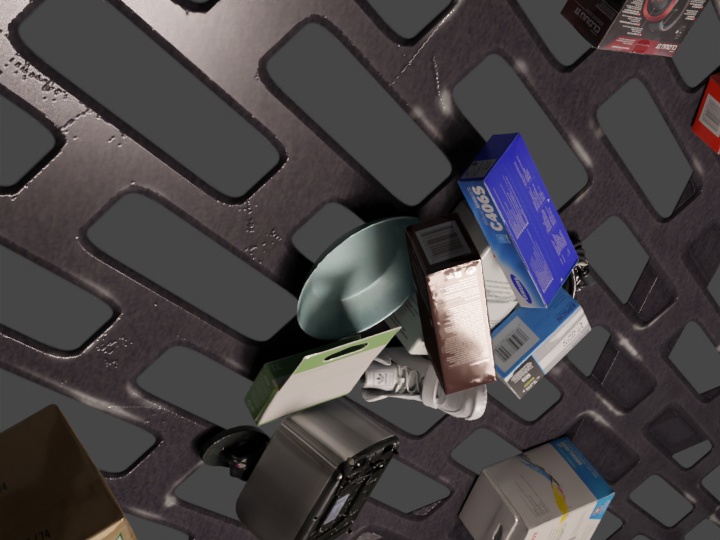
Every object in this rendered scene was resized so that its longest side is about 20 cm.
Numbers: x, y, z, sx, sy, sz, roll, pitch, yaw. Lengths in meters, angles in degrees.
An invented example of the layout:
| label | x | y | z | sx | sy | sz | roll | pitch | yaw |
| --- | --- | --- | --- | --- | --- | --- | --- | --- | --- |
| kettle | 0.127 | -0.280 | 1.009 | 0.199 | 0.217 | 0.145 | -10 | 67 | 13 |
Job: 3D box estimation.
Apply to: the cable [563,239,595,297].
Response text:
| label | x | y | z | sx | sy | sz | roll | pitch | yaw |
| --- | --- | --- | --- | --- | --- | --- | --- | --- | --- |
| cable | 0.247 | 0.039 | 1.971 | 0.200 | 0.051 | 0.163 | -34 | 148 | -6 |

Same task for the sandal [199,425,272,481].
| label | x | y | z | sx | sy | sz | roll | pitch | yaw |
| --- | --- | --- | --- | --- | --- | --- | --- | --- | --- |
| sandal | -0.139 | 0.253 | 1.858 | 0.075 | 0.048 | 0.200 | -45 | 148 | 11 |

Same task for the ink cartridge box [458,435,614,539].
| label | x | y | z | sx | sy | sz | roll | pitch | yaw |
| --- | --- | --- | --- | --- | --- | --- | --- | --- | --- |
| ink cartridge box | 0.303 | 0.409 | 2.403 | 0.200 | 0.145 | 0.147 | -15 | 141 | -32 |

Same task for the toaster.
| label | x | y | z | sx | sy | sz | roll | pitch | yaw |
| --- | --- | --- | --- | --- | --- | --- | --- | --- | --- |
| toaster | -0.052 | 0.273 | 1.850 | 0.181 | 0.119 | 0.200 | -17 | 140 | -61 |

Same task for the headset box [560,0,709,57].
| label | x | y | z | sx | sy | sz | roll | pitch | yaw |
| --- | --- | --- | --- | --- | --- | --- | --- | --- | --- |
| headset box | 0.330 | -0.329 | 1.565 | 0.148 | 0.075 | 0.200 | -4 | 134 | -42 |

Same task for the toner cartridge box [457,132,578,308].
| label | x | y | z | sx | sy | sz | roll | pitch | yaw |
| --- | --- | --- | --- | --- | --- | --- | --- | --- | --- |
| toner cartridge box | 0.194 | -0.060 | 1.684 | 0.095 | 0.043 | 0.200 | -50 | 125 | -33 |

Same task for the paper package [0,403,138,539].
| label | x | y | z | sx | sy | sz | roll | pitch | yaw |
| --- | --- | --- | --- | --- | --- | --- | --- | --- | --- |
| paper package | -0.372 | 0.280 | 1.527 | 0.200 | 0.191 | 0.104 | -30 | 148 | -15 |

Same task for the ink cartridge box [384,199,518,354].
| label | x | y | z | sx | sy | sz | roll | pitch | yaw |
| --- | --- | --- | --- | --- | --- | --- | --- | --- | --- |
| ink cartridge box | 0.141 | 0.013 | 1.801 | 0.146 | 0.083 | 0.200 | 7 | 127 | -48 |

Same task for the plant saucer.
| label | x | y | z | sx | sy | sz | roll | pitch | yaw |
| --- | --- | --- | --- | --- | --- | --- | --- | --- | --- |
| plant saucer | 0.000 | 0.000 | 1.688 | 0.201 | 0.039 | 0.201 | -26 | 146 | -20 |

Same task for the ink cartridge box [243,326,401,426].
| label | x | y | z | sx | sy | sz | roll | pitch | yaw |
| --- | --- | --- | --- | --- | --- | --- | --- | --- | --- |
| ink cartridge box | -0.050 | 0.117 | 1.732 | 0.145 | 0.048 | 0.200 | -16 | 156 | -30 |

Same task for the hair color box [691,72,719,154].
| label | x | y | z | sx | sy | sz | roll | pitch | yaw |
| --- | --- | --- | --- | --- | --- | --- | --- | --- | --- |
| hair color box | 0.562 | -0.243 | 1.919 | 0.200 | 0.061 | 0.102 | -23 | 144 | -24 |

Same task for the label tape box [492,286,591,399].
| label | x | y | z | sx | sy | sz | roll | pitch | yaw |
| --- | --- | --- | --- | --- | --- | --- | --- | --- | --- |
| label tape box | 0.246 | 0.102 | 1.914 | 0.143 | 0.066 | 0.200 | -45 | 155 | 0 |

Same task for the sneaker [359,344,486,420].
| label | x | y | z | sx | sy | sz | roll | pitch | yaw |
| --- | --- | --- | --- | --- | --- | --- | --- | --- | --- |
| sneaker | 0.071 | 0.149 | 1.816 | 0.115 | 0.200 | 0.075 | -3 | 107 | -33 |

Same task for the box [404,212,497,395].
| label | x | y | z | sx | sy | sz | roll | pitch | yaw |
| --- | --- | --- | --- | --- | --- | --- | --- | --- | --- |
| box | 0.109 | 0.041 | 1.668 | 0.075 | 0.100 | 0.200 | -17 | 129 | -4 |
